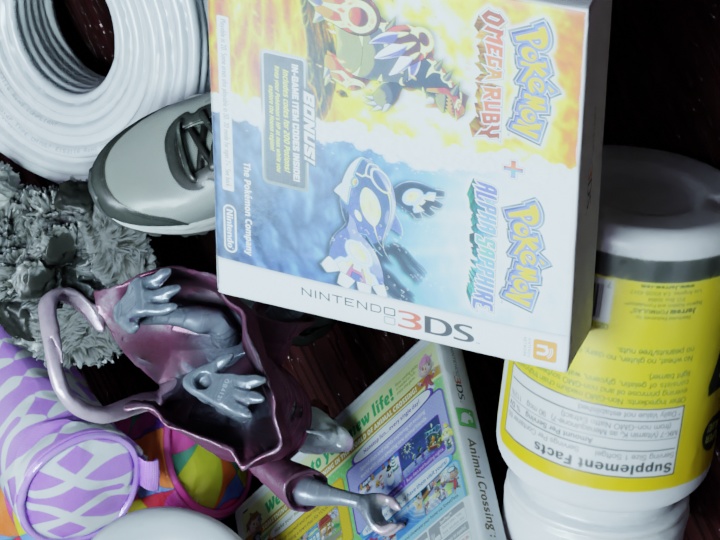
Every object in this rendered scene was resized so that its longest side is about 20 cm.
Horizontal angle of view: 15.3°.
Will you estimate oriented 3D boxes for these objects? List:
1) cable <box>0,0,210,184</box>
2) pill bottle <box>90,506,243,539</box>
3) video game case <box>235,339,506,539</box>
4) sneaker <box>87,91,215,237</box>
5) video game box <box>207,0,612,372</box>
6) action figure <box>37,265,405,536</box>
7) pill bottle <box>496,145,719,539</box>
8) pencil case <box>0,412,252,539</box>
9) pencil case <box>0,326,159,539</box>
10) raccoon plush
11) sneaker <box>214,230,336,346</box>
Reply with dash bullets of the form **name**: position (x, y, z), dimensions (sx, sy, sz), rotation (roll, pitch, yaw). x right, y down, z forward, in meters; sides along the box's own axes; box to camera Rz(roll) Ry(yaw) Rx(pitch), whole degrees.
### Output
- **cable**: position (-0.153, -0.145, 1.496), dimensions (0.200, 0.069, 0.200), rotation (41, 127, 15)
- **pill bottle**: position (-0.121, 0.222, 1.516), dimensions (0.112, 0.112, 0.200), rotation (44, 149, 13)
- **video game case**: position (0.006, 0.159, 1.441), dimensions (0.200, 0.022, 0.183), rotation (-44, 45, 38)
- **sneaker**: position (-0.050, -0.077, 1.394), dimensions (0.199, 0.079, 0.074), rotation (-17, 71, 7)
- **video game box**: position (0.020, -0.060, 1.233), dimensions (0.181, 0.047, 0.201), rotation (11, 127, 15)
- **action figure**: position (-0.062, 0.076, 1.396), dimensions (0.148, 0.200, 0.135), rotation (-11, 72, 13)
- **pill bottle**: position (0.128, 0.049, 1.348), dimensions (0.114, 0.114, 0.201), rotation (20, 119, 27)
- **pencil case**: position (-0.157, 0.126, 1.600), dimensions (0.199, 0.088, 0.089), rotation (-16, 99, 37)
- **pencil case**: position (-0.189, 0.069, 1.542), dimensions (0.200, 0.085, 0.084), rotation (53, 155, 42)
- **raccoon plush**: position (-0.170, 0.011, 1.528), dimensions (0.134, 0.097, 0.200), rotation (23, 161, 50)
- **sneaker**: position (0.000, 0.000, 1.452), dimensions (0.199, 0.071, 0.100), rotation (21, 124, 30)
